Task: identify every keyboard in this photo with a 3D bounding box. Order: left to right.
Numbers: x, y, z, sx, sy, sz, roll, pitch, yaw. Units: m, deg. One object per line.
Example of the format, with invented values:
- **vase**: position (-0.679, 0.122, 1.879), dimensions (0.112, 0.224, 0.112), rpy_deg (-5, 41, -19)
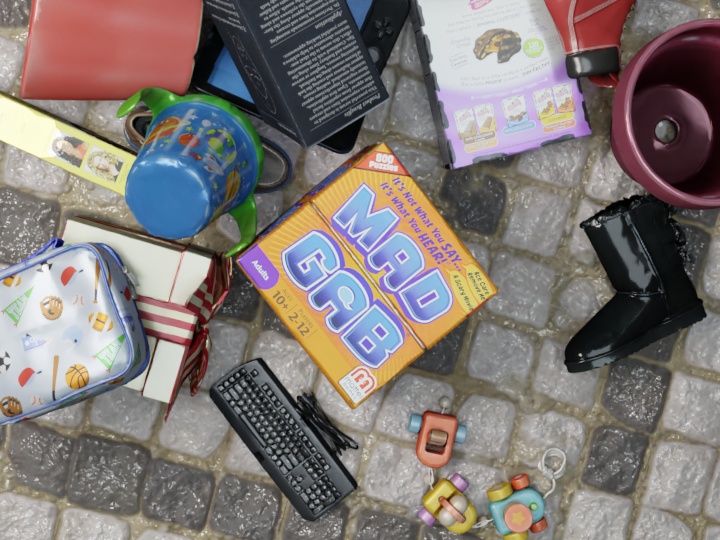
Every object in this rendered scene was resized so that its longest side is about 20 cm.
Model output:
- **keyboard**: position (-0.080, 0.189, 1.665), dimensions (0.104, 0.040, 0.200), rpy_deg (-38, 96, -1)

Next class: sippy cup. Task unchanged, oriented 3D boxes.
- **sippy cup**: position (-0.184, -0.101, 1.520), dimensions (0.177, 0.131, 0.140), rpy_deg (22, 121, 3)

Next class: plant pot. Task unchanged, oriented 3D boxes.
- **plant pot**: position (-0.268, -0.271, 1.556), dimensions (0.176, 0.200, 0.202), rpy_deg (7, 93, -15)
- **plant pot**: position (0.364, -0.163, 1.603), dimensions (0.198, 0.179, 0.202), rpy_deg (0, 86, -6)

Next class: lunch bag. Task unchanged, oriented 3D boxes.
- **lunch bag**: position (-0.315, 0.058, 1.456), dimensions (0.199, 0.076, 0.161), rpy_deg (-22, 85, 10)

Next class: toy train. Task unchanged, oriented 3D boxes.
- **toy train**: position (0.142, 0.242, 1.677), dimensions (0.198, 0.056, 0.151), rpy_deg (17, 92, -5)

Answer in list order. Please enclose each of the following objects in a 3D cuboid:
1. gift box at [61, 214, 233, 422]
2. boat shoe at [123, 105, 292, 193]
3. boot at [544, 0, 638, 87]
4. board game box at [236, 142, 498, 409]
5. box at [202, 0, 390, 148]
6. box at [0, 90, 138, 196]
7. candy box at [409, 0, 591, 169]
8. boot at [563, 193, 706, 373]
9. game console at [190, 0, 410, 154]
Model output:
- **gift box**: position (-0.247, 0.049, 1.568), dimensions (0.185, 0.200, 0.186), rpy_deg (16, 97, -7)
- **boat shoe**: position (-0.173, -0.133, 1.621), dimensions (0.198, 0.072, 0.073), rpy_deg (14, 92, -5)
- **boot**: position (0.290, -0.288, 1.625), dimensions (0.199, 0.072, 0.145), rpy_deg (-27, 103, -35)
- **board game box**: position (0.000, 0.000, 1.579), dimensions (0.199, 0.200, 0.200), rpy_deg (-39, 96, -1)
- **box**: position (-0.076, -0.247, 1.474), dimensions (0.107, 0.148, 0.201), rpy_deg (-31, 115, -11)
- **box**: position (-0.341, -0.146, 1.608), dimensions (0.199, 0.075, 0.050), rpy_deg (24, 93, -7)
- **candy box**: position (0.158, -0.232, 1.643), dimensions (0.166, 0.072, 0.202), rpy_deg (-13, 95, -3)
- **boot**: position (0.300, 0.011, 1.668), dimensions (0.197, 0.073, 0.164), rpy_deg (-24, 97, -10)
- **game console**: position (-0.064, -0.255, 1.595), dimensions (0.199, 0.119, 0.172), rpy_deg (23, 113, -6)
